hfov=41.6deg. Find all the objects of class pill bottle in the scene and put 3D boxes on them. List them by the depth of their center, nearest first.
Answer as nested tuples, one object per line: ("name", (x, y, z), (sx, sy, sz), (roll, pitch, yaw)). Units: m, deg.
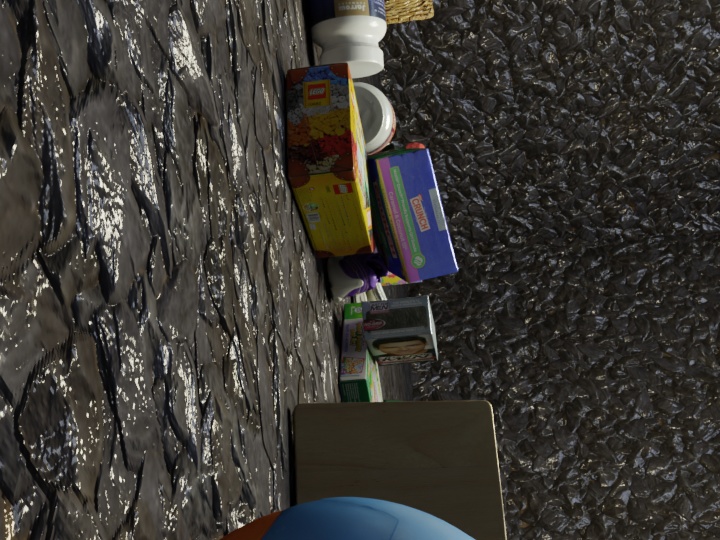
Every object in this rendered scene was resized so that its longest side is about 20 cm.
("pill bottle", (-0.021, -0.393, 1.396), (0.116, 0.115, 0.201), (26, 58, -84))
("pill bottle", (-0.002, -0.235, 1.475), (0.200, 0.109, 0.110), (-57, 141, -82))

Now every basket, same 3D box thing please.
("basket", (0.066, -0.594, 2.149), (0.149, 0.199, 0.143), (79, 6, -51))

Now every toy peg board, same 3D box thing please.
("toy peg board", (0.032, 0.239, 0.933), (0.098, 0.199, 0.200), (109, -21, -65))

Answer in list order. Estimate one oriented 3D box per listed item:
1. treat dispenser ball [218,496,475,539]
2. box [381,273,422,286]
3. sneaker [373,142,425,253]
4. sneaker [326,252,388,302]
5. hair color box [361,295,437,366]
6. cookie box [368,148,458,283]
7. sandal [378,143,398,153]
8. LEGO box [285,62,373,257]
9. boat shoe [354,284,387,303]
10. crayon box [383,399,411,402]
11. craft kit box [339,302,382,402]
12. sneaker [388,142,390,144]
("treat dispenser ball", (-0.006, 0.200, 0.401), (0.201, 0.199, 0.202), (-6, 90, -85))
("box", (0.061, -0.088, 1.977), (0.193, 0.121, 0.201), (-73, 156, -75))
("sneaker", (0.021, -0.117, 1.474), (0.201, 0.115, 0.078), (-69, 167, 13))
("sneaker", (0.000, 0.000, 1.388), (0.200, 0.083, 0.081), (-82, 165, -73))
("hair color box", (0.062, 0.094, 1.433), (0.200, 0.098, 0.061), (67, 18, -72))
("cookie box", (0.059, -0.082, 1.318), (0.200, 0.075, 0.172), (-147, -138, -79))
("sandal", (0.036, -0.116, 1.629), (0.075, 0.048, 0.202), (3, -101, 57))
("LEGO box", (-0.035, -0.128, 1.156), (0.200, 0.077, 0.150), (75, 11, -63))
("boat shoe", (0.015, -0.006, 1.664), (0.074, 0.064, 0.203), (70, 12, -73))
("crayon box", (0.057, 0.324, 1.556), (0.173, 0.058, 0.201), (88, 7, -89))
("craft kit box", (0.004, 0.186, 1.462), (0.198, 0.048, 0.201), (-93, 175, -58))
("sneaker", (0.034, -0.214, 1.747), (0.200, 0.074, 0.079), (50, 8, -21))
